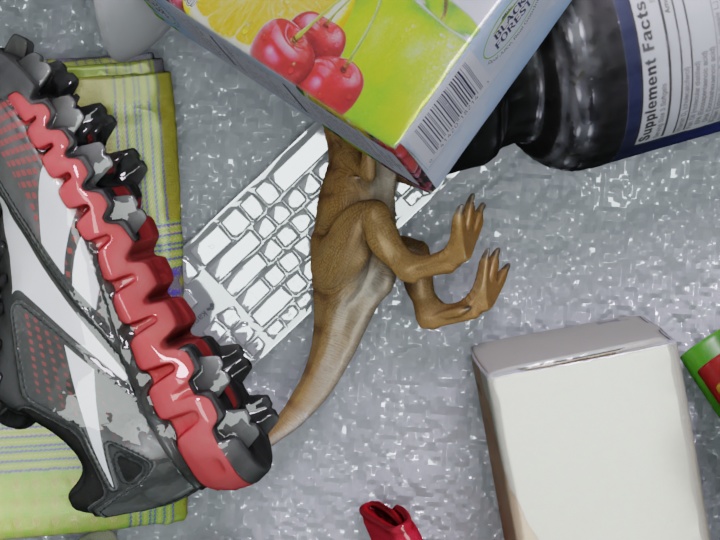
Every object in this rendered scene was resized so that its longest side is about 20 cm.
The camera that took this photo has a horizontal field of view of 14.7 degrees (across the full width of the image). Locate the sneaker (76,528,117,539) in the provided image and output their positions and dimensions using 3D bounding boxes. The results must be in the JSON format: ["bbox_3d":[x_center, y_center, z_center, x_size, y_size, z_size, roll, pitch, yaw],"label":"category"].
[{"bbox_3d":[-0.048,0.164,1.141,0.199,0.081,0.088,17,97,-5],"label":"sneaker"}]

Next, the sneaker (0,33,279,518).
[{"bbox_3d":[-0.115,0.009,1.099,0.098,0.071,0.201,-28,87,10],"label":"sneaker"}]

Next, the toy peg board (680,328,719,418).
[{"bbox_3d":[0.215,0.027,1.091,0.200,0.199,0.098,-34,81,1],"label":"toy peg board"}]

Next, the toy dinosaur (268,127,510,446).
[{"bbox_3d":[0.000,0.000,1.137,0.106,0.060,0.201,8,87,24],"label":"toy dinosaur"}]

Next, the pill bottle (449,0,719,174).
[{"bbox_3d":[0.109,-0.103,1.086,0.199,0.112,0.112,-16,97,-14],"label":"pill bottle"}]

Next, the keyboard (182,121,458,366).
[{"bbox_3d":[-0.030,-0.013,1.159,0.200,0.011,0.056,-43,96,2],"label":"keyboard"}]

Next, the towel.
[{"bbox_3d":[-0.142,0.009,1.145,0.143,0.023,0.201,-4,93,-2],"label":"towel"}]

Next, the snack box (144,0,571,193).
[{"bbox_3d":[0.024,-0.149,1.012,0.142,0.053,0.200,34,85,25],"label":"snack box"}]

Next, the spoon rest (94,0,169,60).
[{"bbox_3d":[-0.091,-0.172,1.059,0.060,0.100,0.200,6,130,3],"label":"spoon rest"}]

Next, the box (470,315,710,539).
[{"bbox_3d":[0.102,0.125,1.139,0.077,0.095,0.201,-11,95,-1],"label":"box"}]

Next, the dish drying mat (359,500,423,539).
[{"bbox_3d":[0.051,0.189,1.151,0.018,0.077,0.200,-24,97,-8],"label":"dish drying mat"}]
